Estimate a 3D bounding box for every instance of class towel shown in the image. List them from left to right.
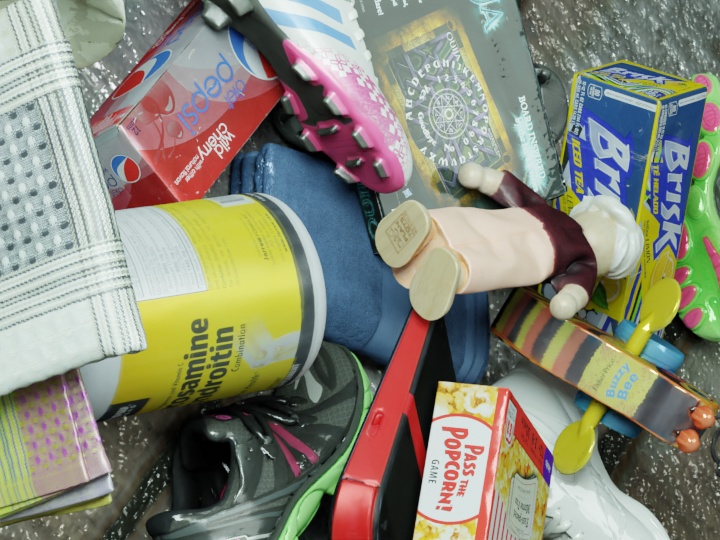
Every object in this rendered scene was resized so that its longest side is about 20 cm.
[{"bbox_3d":[-0.217,-0.023,1.336,0.035,0.200,0.193,2,71,-67],"label":"towel"},{"bbox_3d":[-0.208,0.040,1.361,0.023,0.143,0.200,3,69,-67],"label":"towel"},{"bbox_3d":[0.000,0.000,1.655,0.200,0.049,0.112,23,59,-39],"label":"towel"}]

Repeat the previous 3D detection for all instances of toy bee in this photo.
[{"bbox_3d":[0.181,0.069,1.662,0.200,0.109,0.131,8,99,-7],"label":"toy bee"}]

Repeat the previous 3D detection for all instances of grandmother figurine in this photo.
[{"bbox_3d":[0.097,-0.016,1.604,0.200,0.061,0.121,-2,61,-46],"label":"grandmother figurine"}]

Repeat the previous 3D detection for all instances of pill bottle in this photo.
[{"bbox_3d":[-0.127,0.023,1.453,0.200,0.112,0.112,-10,81,-32],"label":"pill bottle"}]

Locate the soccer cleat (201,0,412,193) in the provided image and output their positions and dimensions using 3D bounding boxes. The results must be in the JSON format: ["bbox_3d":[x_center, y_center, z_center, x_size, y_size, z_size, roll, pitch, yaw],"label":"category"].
[{"bbox_3d":[-0.022,-0.139,1.566,0.200,0.070,0.086,50,63,-14],"label":"soccer cleat"}]

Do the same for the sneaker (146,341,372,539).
[{"bbox_3d":[-0.056,0.102,1.525,0.084,0.077,0.200,50,42,-18],"label":"sneaker"}]

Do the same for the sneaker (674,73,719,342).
[{"bbox_3d":[0.248,-0.043,1.924,0.084,0.077,0.200,18,64,-60],"label":"sneaker"}]

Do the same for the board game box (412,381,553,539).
[{"bbox_3d":[0.066,0.183,1.576,0.152,0.046,0.200,52,45,-66],"label":"board game box"}]

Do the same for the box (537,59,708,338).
[{"bbox_3d":[0.168,-0.032,1.750,0.064,0.070,0.200,-20,124,-50],"label":"box"}]

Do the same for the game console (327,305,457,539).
[{"bbox_3d":[0.028,0.142,1.572,0.200,0.031,0.177,78,23,-46],"label":"game console"}]

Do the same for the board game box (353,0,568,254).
[{"bbox_3d":[0.043,-0.124,1.643,0.135,0.028,0.200,-17,95,-28],"label":"board game box"}]

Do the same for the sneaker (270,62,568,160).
[{"bbox_3d":[0.028,-0.099,1.706,0.200,0.098,0.071,-3,90,-26],"label":"sneaker"}]

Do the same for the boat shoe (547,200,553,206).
[{"bbox_3d":[0.134,-0.038,1.814,0.200,0.057,0.067,-5,114,-43],"label":"boat shoe"}]

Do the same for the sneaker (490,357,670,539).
[{"bbox_3d":[0.130,0.159,1.718,0.100,0.075,0.200,-30,88,-41],"label":"sneaker"}]

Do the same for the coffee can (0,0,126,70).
[{"bbox_3d":[-0.191,-0.228,1.474,0.146,0.146,0.200,26,57,-37],"label":"coffee can"}]

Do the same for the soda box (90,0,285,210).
[{"bbox_3d":[-0.095,-0.106,1.587,0.070,0.063,0.200,52,45,-17],"label":"soda box"}]
